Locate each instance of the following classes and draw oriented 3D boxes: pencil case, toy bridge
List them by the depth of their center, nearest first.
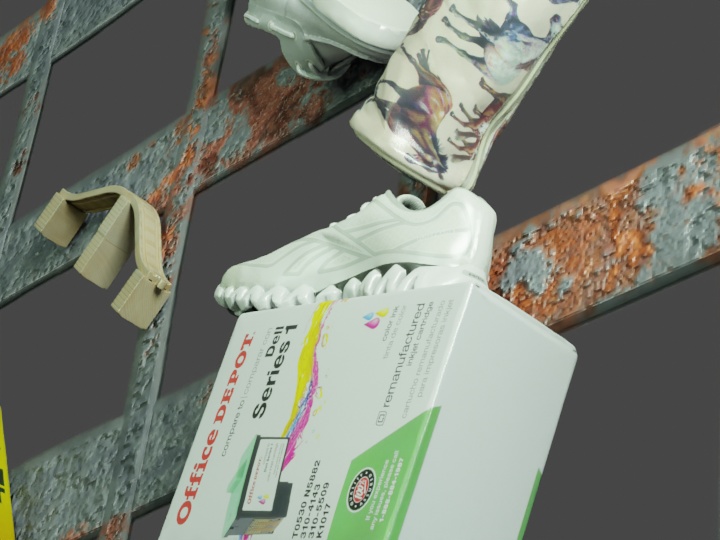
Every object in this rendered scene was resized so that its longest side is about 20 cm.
[{"bbox_3d":[0.076,-0.132,1.205,0.089,0.078,0.200,34,92,31],"label":"pencil case"},{"bbox_3d":[-0.171,-0.021,1.498,0.067,0.027,0.200,-56,32,1],"label":"toy bridge"}]

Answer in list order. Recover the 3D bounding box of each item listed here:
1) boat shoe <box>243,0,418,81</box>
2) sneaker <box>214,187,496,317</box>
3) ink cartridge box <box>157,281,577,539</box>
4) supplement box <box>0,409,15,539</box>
[{"bbox_3d":[-0.026,-0.158,1.386,0.200,0.072,0.069,35,114,52],"label":"boat shoe"},{"bbox_3d":[0.000,0.000,1.197,0.200,0.075,0.081,-5,65,44],"label":"sneaker"},{"bbox_3d":[-0.001,0.094,1.107,0.200,0.084,0.145,-9,56,51],"label":"ink cartridge box"},{"bbox_3d":[-0.312,0.158,1.458,0.110,0.109,0.200,-45,34,19],"label":"supplement box"}]
